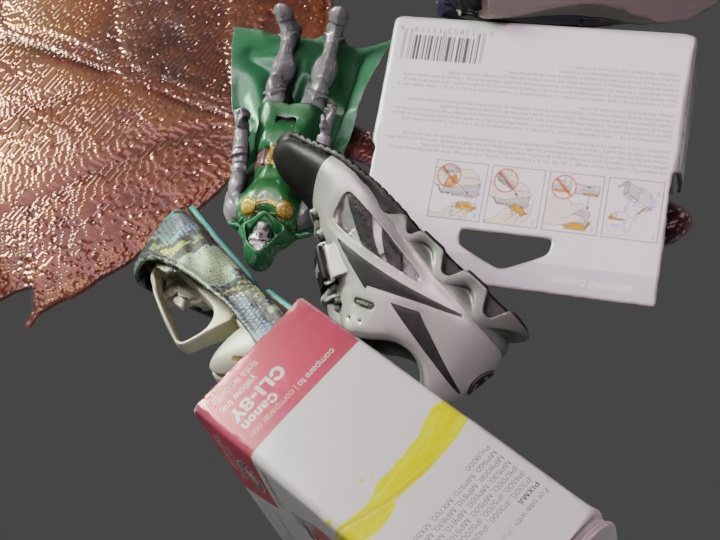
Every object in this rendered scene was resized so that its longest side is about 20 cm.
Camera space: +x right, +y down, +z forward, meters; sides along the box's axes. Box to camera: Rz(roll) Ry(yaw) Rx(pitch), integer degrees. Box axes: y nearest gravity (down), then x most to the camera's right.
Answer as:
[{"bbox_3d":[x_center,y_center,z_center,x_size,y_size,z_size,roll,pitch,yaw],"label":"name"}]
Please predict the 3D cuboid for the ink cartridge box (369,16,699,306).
[{"bbox_3d":[0.104,-0.068,0.844,0.197,0.044,0.176,7,77,18],"label":"ink cartridge box"}]

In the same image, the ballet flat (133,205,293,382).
[{"bbox_3d":[-0.073,0.036,0.799,0.074,0.075,0.200,-38,47,-14],"label":"ballet flat"}]

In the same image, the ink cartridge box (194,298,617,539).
[{"bbox_3d":[0.028,0.126,0.647,0.083,0.146,0.199,-43,50,-17],"label":"ink cartridge box"}]

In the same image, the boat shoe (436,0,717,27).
[{"bbox_3d":[0.144,-0.202,0.909,0.197,0.076,0.093,-2,8,-20],"label":"boat shoe"}]

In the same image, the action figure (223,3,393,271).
[{"bbox_3d":[-0.049,-0.088,0.889,0.116,0.055,0.203,3,60,12],"label":"action figure"}]

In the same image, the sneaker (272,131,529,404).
[{"bbox_3d":[0.000,0.000,0.791,0.089,0.074,0.200,-44,67,-2],"label":"sneaker"}]
